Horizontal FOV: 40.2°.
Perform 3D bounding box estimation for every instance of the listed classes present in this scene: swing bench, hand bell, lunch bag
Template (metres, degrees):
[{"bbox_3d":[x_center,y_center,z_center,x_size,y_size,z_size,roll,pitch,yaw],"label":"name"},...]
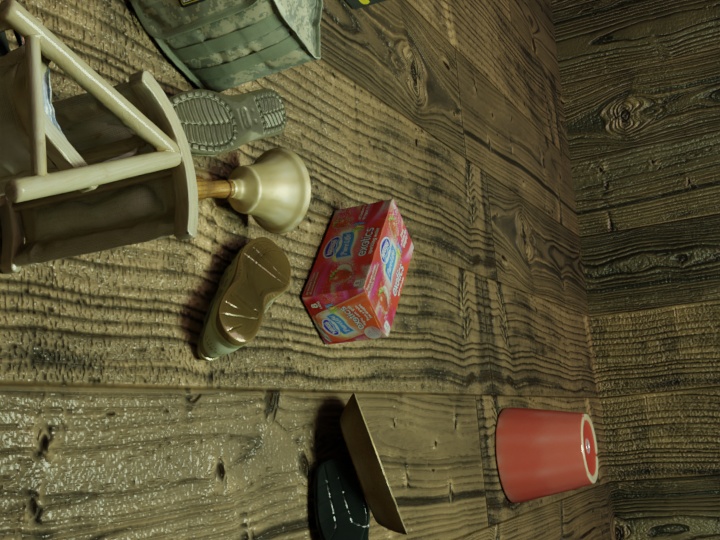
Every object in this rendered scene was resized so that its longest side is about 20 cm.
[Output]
[{"bbox_3d":[-0.257,-0.082,0.729,0.200,0.197,0.132,14,69,-65],"label":"swing bench"},{"bbox_3d":[-0.158,-0.094,1.124,0.199,0.103,0.106,-3,84,-54],"label":"hand bell"},{"bbox_3d":[-0.154,-0.304,1.082,0.200,0.162,0.119,46,38,-51],"label":"lunch bag"}]

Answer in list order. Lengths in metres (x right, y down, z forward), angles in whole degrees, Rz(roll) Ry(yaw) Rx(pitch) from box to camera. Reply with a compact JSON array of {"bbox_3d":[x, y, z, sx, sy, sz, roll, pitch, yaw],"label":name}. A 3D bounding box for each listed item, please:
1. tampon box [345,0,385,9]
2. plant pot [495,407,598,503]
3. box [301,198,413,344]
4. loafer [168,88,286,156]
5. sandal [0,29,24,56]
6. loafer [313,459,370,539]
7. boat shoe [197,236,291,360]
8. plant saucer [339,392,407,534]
[{"bbox_3d":[0.009,-0.554,1.584,0.150,0.125,0.203,27,58,-60],"label":"tampon box"},{"bbox_3d":[0.392,0.376,2.049,0.200,0.175,0.203,37,48,-57],"label":"plant pot"},{"bbox_3d":[0.000,0.000,1.397,0.096,0.099,0.201,63,30,-33],"label":"box"},{"bbox_3d":[-0.167,-0.166,1.129,0.199,0.067,0.077,-14,91,-51],"label":"loafer"},{"bbox_3d":[-0.307,-0.176,0.838,0.075,0.045,0.202,-50,127,-60],"label":"sandal"},{"bbox_3d":[-0.022,0.347,1.286,0.072,0.072,0.203,146,-69,-74],"label":"loafer"},{"bbox_3d":[-0.138,0.028,1.142,0.073,0.063,0.200,46,31,-11],"label":"boat shoe"},{"bbox_3d":[0.012,0.266,1.331,0.200,0.035,0.202,159,-89,-88],"label":"plant saucer"}]
